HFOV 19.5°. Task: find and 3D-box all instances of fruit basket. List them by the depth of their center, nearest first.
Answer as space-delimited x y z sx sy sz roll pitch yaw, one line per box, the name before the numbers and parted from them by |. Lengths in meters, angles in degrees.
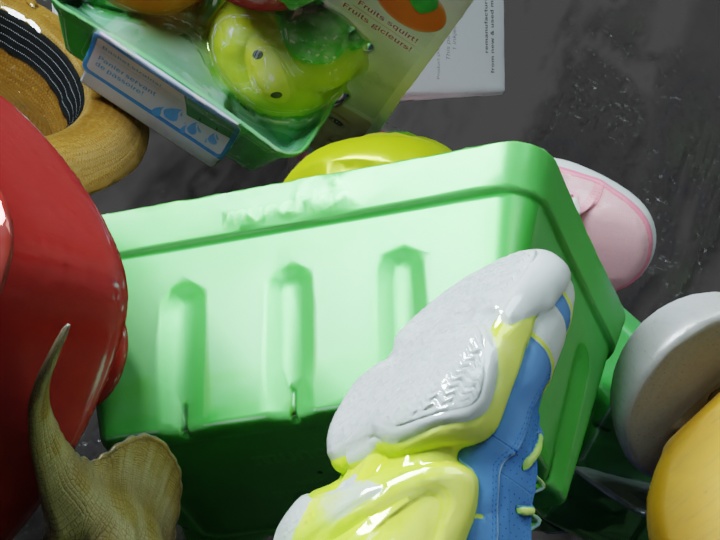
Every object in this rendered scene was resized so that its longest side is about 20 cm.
fruit basket | 0.000 0.000 0.844 0.216 0.215 0.156 53 -3 40
fruit basket | -0.056 -0.123 0.876 0.184 0.200 0.094 33 70 -4
fruit basket | 0.128 0.074 0.968 0.199 0.094 0.185 21 18 -46

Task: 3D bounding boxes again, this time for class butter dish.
butter dish | -0.147 0.020 0.729 0.147 0.200 0.200 10 28 -40

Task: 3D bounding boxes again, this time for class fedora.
fedora | -0.192 -0.067 0.944 0.199 0.082 0.201 19 27 -10

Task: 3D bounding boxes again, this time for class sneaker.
sneaker | 0.030 0.094 0.689 0.105 0.201 0.076 41 -18 -17
sneaker | 0.052 -0.018 1.063 0.198 0.076 0.105 17 25 -1

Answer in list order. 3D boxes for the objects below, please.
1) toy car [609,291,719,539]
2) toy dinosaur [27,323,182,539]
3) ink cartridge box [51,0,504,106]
toy car | 0.208 0.063 0.795 0.150 0.200 0.175 36 13 -39
toy dinosaur | -0.092 0.097 0.706 0.058 0.200 0.102 12 64 30
ink cartridge box | -0.042 -0.127 1.095 0.199 0.085 0.144 -6 6 -43
